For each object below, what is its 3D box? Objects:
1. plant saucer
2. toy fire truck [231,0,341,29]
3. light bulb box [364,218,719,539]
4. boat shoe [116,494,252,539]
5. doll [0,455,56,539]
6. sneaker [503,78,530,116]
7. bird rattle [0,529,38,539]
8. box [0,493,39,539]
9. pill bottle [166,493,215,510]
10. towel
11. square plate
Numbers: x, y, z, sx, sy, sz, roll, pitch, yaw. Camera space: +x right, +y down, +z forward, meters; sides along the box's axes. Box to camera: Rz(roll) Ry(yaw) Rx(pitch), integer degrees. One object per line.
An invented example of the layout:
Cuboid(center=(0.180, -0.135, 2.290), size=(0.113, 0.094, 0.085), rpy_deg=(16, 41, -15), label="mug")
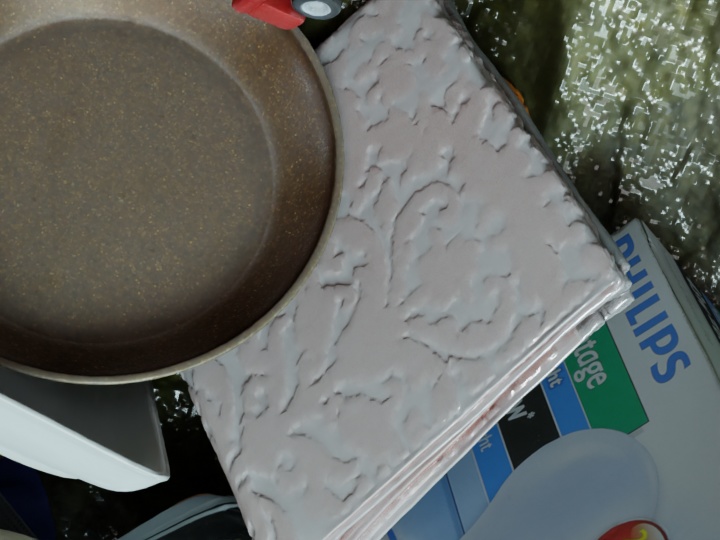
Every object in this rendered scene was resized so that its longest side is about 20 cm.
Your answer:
Cuboid(center=(-0.107, -0.043, 0.820), size=(0.198, 0.202, 0.037), rpy_deg=(9, 156, -5), label="plant saucer")
Cuboid(center=(-0.053, -0.149, 0.774), size=(0.140, 0.049, 0.199), rpy_deg=(19, 157, -31), label="toy fire truck")
Cuboid(center=(0.088, 0.123, 0.799), size=(0.199, 0.199, 0.125), rpy_deg=(-36, 124, 14), label="light bulb box")
Cuboid(center=(-0.113, 0.158, 0.829), size=(0.199, 0.071, 0.072), rpy_deg=(-37, 108, -20), label="boat shoe")
Cuboid(center=(-0.184, 0.159, 0.969), size=(0.135, 0.049, 0.201), rpy_deg=(-13, 122, -4), label="doll")
Cuboid(center=(0.031, 0.010, 0.885), size=(0.091, 0.076, 0.202), rpy_deg=(4, 115, 3), label="sneaker")
Cuboid(center=(-0.167, 0.153, 0.759), size=(0.162, 0.112, 0.202), rpy_deg=(7, 89, -25), label="bird rattle")
Cuboid(center=(-0.204, 0.159, 0.844), size=(0.044, 0.160, 0.201), rpy_deg=(0, 131, 48), label="box")
Cuboid(center=(-0.033, 0.198, 0.956), size=(0.106, 0.106, 0.200), rpy_deg=(-34, 112, 15), label="pill bottle")
Cuboid(center=(0.000, 0.000, 0.821), size=(0.191, 0.201, 0.032), rpy_deg=(-43, 140, 17), label="towel")
Cuboid(center=(-0.176, 0.028, 0.823), size=(0.199, 0.198, 0.029), rpy_deg=(26, 96, -12), label="square plate")
